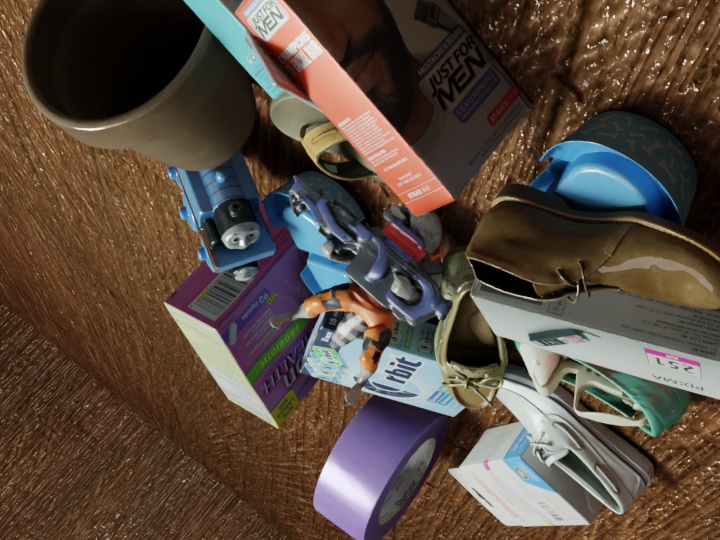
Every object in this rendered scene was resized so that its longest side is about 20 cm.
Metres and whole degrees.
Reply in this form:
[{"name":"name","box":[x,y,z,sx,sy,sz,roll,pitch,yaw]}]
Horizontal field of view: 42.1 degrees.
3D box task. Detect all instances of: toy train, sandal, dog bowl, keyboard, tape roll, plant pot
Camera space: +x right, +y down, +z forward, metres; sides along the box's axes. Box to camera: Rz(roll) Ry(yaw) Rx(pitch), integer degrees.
[{"name":"toy train","box":[-0.155,-0.089,1.002,0.114,0.086,0.201,104,145,-64]},{"name":"sandal","box":[-0.011,-0.111,0.863,0.199,0.054,0.081,31,154,22]},{"name":"dog bowl","box":[0.176,-0.045,0.701,0.111,0.050,0.200,39,155,5]},{"name":"keyboard","box":[-0.020,-0.134,0.739,0.199,0.011,0.056,18,-147,-57]},{"name":"tape roll","box":[0.030,0.257,1.241,0.085,0.200,0.201,31,154,20]},{"name":"dog bowl","box":[-0.029,-0.025,1.022,0.111,0.050,0.201,19,148,41]},{"name":"plant pot","box":[-0.183,-0.182,0.873,0.199,0.201,0.175,29,172,26]}]

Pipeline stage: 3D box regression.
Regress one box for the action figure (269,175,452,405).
[{"name":"action figure","box":[0.000,0.000,0.903,0.200,0.194,0.104,49,-161,17]}]

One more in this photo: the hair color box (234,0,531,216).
[{"name":"hair color box","box":[0.020,-0.153,0.677,0.200,0.111,0.064,46,154,-12]}]

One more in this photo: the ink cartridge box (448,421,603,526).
[{"name":"ink cartridge box","box":[0.200,0.247,1.130,0.115,0.068,0.200,43,155,-4]}]

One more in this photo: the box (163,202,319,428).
[{"name":"box","box":[-0.112,0.056,1.143,0.096,0.176,0.201,22,149,36]}]

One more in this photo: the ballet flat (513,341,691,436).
[{"name":"ballet flat","box":[0.203,0.094,0.868,0.199,0.071,0.068,25,155,34]}]

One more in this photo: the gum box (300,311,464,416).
[{"name":"gum box","box":[0.041,0.101,1.060,0.198,0.045,0.170,16,156,-5]}]

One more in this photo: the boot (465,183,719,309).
[{"name":"boot","box":[0.162,0.000,0.647,0.199,0.076,0.074,18,146,40]}]

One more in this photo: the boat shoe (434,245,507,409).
[{"name":"boat shoe","box":[0.107,0.071,0.919,0.072,0.063,0.201,-5,128,7]}]

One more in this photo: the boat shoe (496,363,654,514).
[{"name":"boat shoe","box":[0.215,0.178,0.994,0.199,0.067,0.074,34,155,17]}]

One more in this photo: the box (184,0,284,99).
[{"name":"box","box":[-0.105,-0.242,0.748,0.200,0.082,0.049,47,156,-12]}]

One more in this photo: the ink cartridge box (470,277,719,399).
[{"name":"ink cartridge box","box":[0.203,0.059,0.748,0.198,0.044,0.174,15,162,28]}]
